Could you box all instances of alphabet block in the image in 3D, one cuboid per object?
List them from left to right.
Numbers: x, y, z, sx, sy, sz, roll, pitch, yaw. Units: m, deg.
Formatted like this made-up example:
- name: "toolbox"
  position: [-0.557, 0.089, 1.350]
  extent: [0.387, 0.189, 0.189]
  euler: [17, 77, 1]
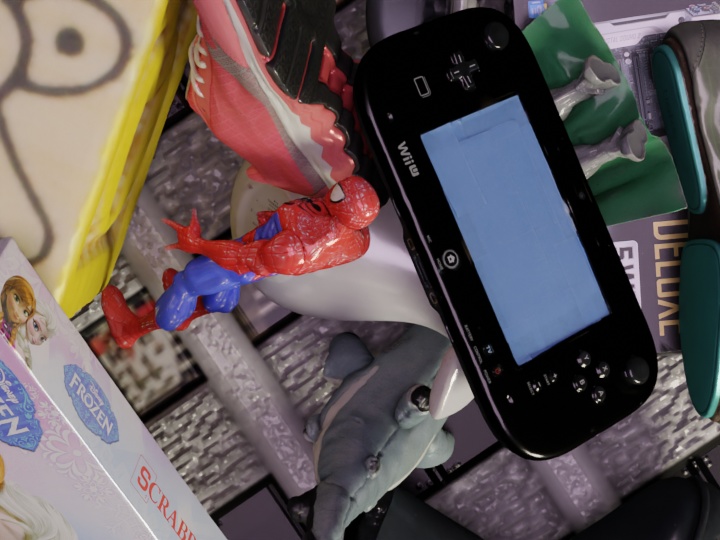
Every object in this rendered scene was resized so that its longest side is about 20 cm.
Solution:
- name: "alphabet block"
  position: [-0.195, -0.101, 0.733]
  extent: [0.198, 0.196, 0.197]
  euler: [21, 97, -4]

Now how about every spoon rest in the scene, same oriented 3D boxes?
- name: "spoon rest"
  position: [0.000, 0.000, 0.776]
  extent: [0.060, 0.200, 0.100]
  euler: [-6, 126, -42]

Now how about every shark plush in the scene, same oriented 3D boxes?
- name: "shark plush"
  position: [0.008, 0.071, 0.771]
  extent: [0.083, 0.200, 0.091]
  euler: [-39, 86, 35]

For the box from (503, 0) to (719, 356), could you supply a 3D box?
- name: "box"
  position: [0.161, -0.057, 0.819]
  extent: [0.156, 0.050, 0.203]
  euler: [-4, 96, 0]

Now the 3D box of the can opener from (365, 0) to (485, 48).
- name: "can opener"
  position: [0.039, -0.197, 0.771]
  extent: [0.066, 0.053, 0.203]
  euler: [3, 95, -1]

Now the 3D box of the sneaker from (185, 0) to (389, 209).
- name: "sneaker"
  position: [-0.050, -0.089, 0.683]
  extent: [0.086, 0.201, 0.074]
  euler: [1, 58, 23]

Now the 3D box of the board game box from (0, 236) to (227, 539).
- name: "board game box"
  position: [-0.189, 0.092, 0.699]
  extent: [0.198, 0.041, 0.201]
  euler: [-14, 125, 25]

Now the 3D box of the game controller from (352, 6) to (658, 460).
- name: "game controller"
  position: [0.066, -0.018, 0.696]
  extent: [0.104, 0.042, 0.202]
  euler: [-25, 91, -42]

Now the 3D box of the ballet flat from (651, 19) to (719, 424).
- name: "ballet flat"
  position: [0.189, -0.025, 0.765]
  extent: [0.063, 0.067, 0.203]
  euler: [-8, 96, -7]

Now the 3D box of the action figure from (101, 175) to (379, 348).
- name: "action figure"
  position: [-0.056, -0.007, 0.744]
  extent: [0.065, 0.199, 0.052]
  euler: [-10, 84, -41]

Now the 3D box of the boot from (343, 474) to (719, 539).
- name: "boot"
  position: [0.077, 0.161, 0.828]
  extent: [0.167, 0.076, 0.201]
  euler: [33, 101, -9]

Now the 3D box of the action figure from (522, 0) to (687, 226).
- name: "action figure"
  position: [0.052, -0.040, 0.785]
  extent: [0.199, 0.055, 0.119]
  euler: [-29, 86, 32]
